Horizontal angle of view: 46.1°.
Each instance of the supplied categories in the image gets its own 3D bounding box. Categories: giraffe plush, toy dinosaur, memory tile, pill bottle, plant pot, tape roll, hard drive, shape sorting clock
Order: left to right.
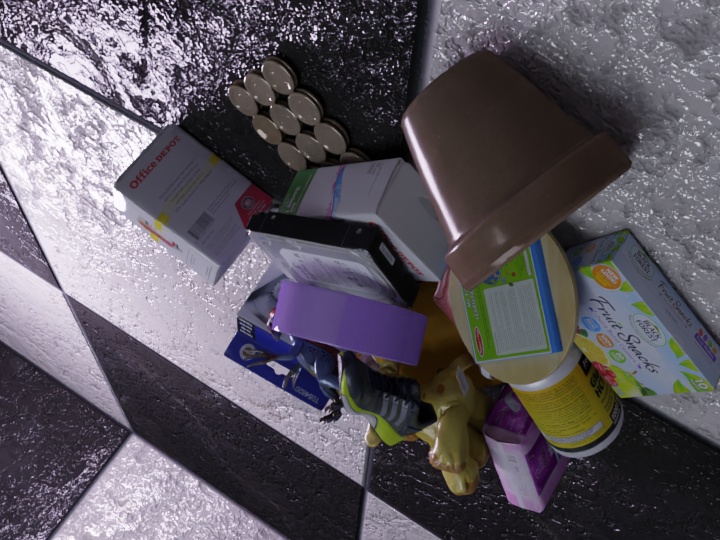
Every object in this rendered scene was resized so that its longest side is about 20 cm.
[{"bbox_3d":[-0.078,-0.181,1.100,0.200,0.017,0.152,47,151,-19],"label":"memory tile"},{"bbox_3d":[-0.066,0.126,1.227,0.106,0.196,0.185,89,161,-66],"label":"toy dinosaur"},{"bbox_3d":[-0.036,-0.014,1.070,0.197,0.038,0.140,12,155,35],"label":"hard drive"},{"bbox_3d":[-0.014,0.069,1.097,0.195,0.067,0.200,15,175,1],"label":"tape roll"},{"bbox_3d":[0.090,0.208,1.217,0.159,0.173,0.204,-1,123,27],"label":"giraffe plush"},{"bbox_3d":[0.133,-0.109,0.817,0.176,0.198,0.200,55,152,6],"label":"plant pot"},{"bbox_3d":[0.176,0.032,0.992,0.198,0.039,0.205,11,105,48],"label":"shape sorting clock"},{"bbox_3d":[0.251,0.136,1.087,0.111,0.113,0.201,0,135,48],"label":"pill bottle"}]

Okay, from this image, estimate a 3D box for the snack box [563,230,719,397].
[{"bbox_3d":[0.303,0.057,0.972,0.200,0.053,0.141,47,150,-14],"label":"snack box"}]

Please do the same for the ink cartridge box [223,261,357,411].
[{"bbox_3d":[-0.089,0.083,1.306,0.196,0.202,0.041,25,159,20],"label":"ink cartridge box"}]

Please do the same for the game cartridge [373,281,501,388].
[{"bbox_3d":[0.099,0.107,1.243,0.173,0.033,0.202,-18,121,29],"label":"game cartridge"}]

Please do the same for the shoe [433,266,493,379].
[{"bbox_3d":[0.153,0.058,1.137,0.090,0.072,0.203,23,143,27],"label":"shoe"}]

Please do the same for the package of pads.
[{"bbox_3d":[0.250,0.258,1.260,0.074,0.121,0.202,14,145,35],"label":"package of pads"}]

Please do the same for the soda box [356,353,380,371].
[{"bbox_3d":[-0.019,0.140,1.367,0.069,0.063,0.200,54,178,-28],"label":"soda box"}]

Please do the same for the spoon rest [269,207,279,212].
[{"bbox_3d":[-0.077,-0.041,1.262,0.199,0.060,0.100,32,158,51],"label":"spoon rest"}]

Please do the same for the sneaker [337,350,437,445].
[{"bbox_3d":[0.033,0.155,1.087,0.080,0.075,0.200,-21,142,19],"label":"sneaker"}]

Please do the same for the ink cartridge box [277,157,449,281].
[{"bbox_3d":[0.010,-0.060,1.081,0.198,0.085,0.145,1,147,48],"label":"ink cartridge box"}]

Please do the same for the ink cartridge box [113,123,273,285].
[{"bbox_3d":[-0.254,-0.101,1.285,0.199,0.146,0.084,37,154,0],"label":"ink cartridge box"}]
